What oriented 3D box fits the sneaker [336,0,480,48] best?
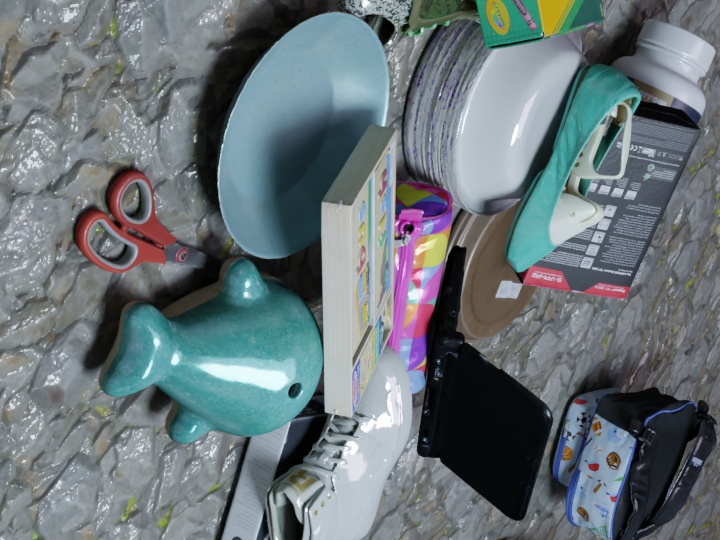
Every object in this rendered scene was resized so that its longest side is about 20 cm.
[{"bbox_3d":[0.042,-0.222,1.229,0.089,0.077,0.199,-52,149,18],"label":"sneaker"}]

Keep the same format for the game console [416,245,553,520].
[{"bbox_3d":[0.120,0.107,1.423,0.201,0.115,0.177,96,4,-52],"label":"game console"}]

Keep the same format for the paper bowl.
[{"bbox_3d":[0.137,-0.147,1.372,0.200,0.104,0.203,-36,140,-38],"label":"paper bowl"}]

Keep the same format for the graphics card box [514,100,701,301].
[{"bbox_3d":[0.241,-0.073,1.493,0.124,0.051,0.202,8,119,-20],"label":"graphics card box"}]

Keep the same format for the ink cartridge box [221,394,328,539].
[{"bbox_3d":[-0.049,0.213,1.417,0.197,0.043,0.202,-4,116,-55],"label":"ink cartridge box"}]

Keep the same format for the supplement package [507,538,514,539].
[{"bbox_3d":[0.179,0.438,1.769,0.199,0.190,0.149,-2,115,-55],"label":"supplement package"}]

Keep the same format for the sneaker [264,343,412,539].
[{"bbox_3d":[-0.022,0.166,1.316,0.115,0.073,0.202,-16,124,-53],"label":"sneaker"}]

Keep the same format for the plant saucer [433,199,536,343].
[{"bbox_3d":[0.145,-0.013,1.549,0.200,0.029,0.202,-36,140,-38],"label":"plant saucer"}]

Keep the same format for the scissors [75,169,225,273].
[{"bbox_3d":[-0.149,-0.010,1.141,0.074,0.014,0.200,-60,149,-10],"label":"scissors"}]

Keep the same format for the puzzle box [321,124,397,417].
[{"bbox_3d":[0.000,0.000,1.223,0.133,0.025,0.202,-61,156,-53],"label":"puzzle box"}]

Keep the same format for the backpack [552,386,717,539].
[{"bbox_3d":[0.328,0.244,1.886,0.199,0.153,0.193,0,105,-48],"label":"backpack"}]

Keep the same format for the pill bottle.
[{"bbox_3d":[0.296,-0.156,1.587,0.111,0.110,0.202,20,96,-58],"label":"pill bottle"}]

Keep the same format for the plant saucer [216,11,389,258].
[{"bbox_3d":[-0.054,-0.110,1.181,0.200,0.038,0.203,-35,138,-39],"label":"plant saucer"}]

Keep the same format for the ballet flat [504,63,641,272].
[{"bbox_3d":[0.193,-0.083,1.335,0.067,0.070,0.202,10,104,-58],"label":"ballet flat"}]

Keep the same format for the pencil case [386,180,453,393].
[{"bbox_3d":[0.033,0.016,1.357,0.088,0.088,0.202,-26,132,-44],"label":"pencil case"}]

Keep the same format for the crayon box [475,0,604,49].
[{"bbox_3d":[0.133,-0.290,1.221,0.118,0.058,0.203,-25,106,-53],"label":"crayon box"}]

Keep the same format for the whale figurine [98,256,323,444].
[{"bbox_3d":[-0.107,0.070,1.169,0.199,0.103,0.161,7,110,-53],"label":"whale figurine"}]
